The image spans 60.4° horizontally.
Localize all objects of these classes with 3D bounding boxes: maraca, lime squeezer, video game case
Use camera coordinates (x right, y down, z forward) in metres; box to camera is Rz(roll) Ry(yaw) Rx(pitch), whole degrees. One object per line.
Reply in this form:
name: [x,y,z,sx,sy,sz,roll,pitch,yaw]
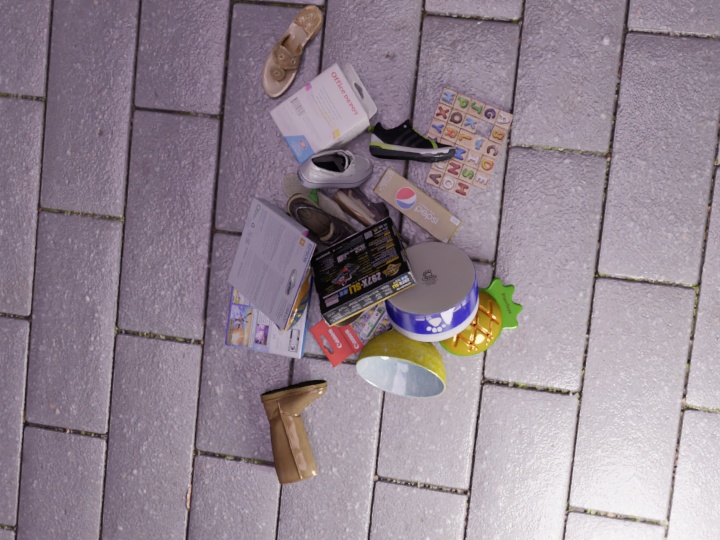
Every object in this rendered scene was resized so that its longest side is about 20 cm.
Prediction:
maraca: [0.249,0.099,1.311,0.195,0.107,0.141,-26,97,-2]
lime squeezer: [-0.135,-0.147,1.313,0.199,0.038,0.071,-40,94,4]
video game case: [-0.203,0.079,1.388,0.175,0.045,0.208,9,94,4]

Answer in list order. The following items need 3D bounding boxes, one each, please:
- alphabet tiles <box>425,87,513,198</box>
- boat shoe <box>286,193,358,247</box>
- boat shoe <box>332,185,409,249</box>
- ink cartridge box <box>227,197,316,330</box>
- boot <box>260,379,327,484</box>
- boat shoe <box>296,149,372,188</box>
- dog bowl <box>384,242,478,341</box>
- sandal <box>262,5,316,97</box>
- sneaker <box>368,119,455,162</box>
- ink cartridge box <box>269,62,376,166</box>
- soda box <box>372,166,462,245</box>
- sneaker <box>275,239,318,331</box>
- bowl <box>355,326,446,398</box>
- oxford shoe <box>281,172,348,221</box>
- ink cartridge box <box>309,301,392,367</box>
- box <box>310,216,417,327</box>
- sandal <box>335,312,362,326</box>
alphabet tiles: [0.221,-0.271,1.345,0.163,0.008,0.206,21,94,5]
boat shoe: [-0.071,-0.083,1.295,0.197,0.065,0.074,30,108,-25]
boat shoe: [0.032,-0.121,1.340,0.198,0.072,0.066,37,85,6]
ink cartridge box: [-0.178,-0.015,1.277,0.198,0.043,0.201,35,113,29]
boot: [-0.130,0.359,1.387,0.170,0.066,0.207,-15,90,19]
boat shoe: [-0.040,-0.215,1.289,0.065,0.197,0.075,-42,75,46]
dog bowl: [0.142,0.040,1.261,0.193,0.204,0.080,-9,134,7]
sandal: [-0.157,-0.482,1.336,0.077,0.070,0.215,34,96,4]
sneaker: [0.108,-0.281,1.320,0.193,0.072,0.086,6,91,10]
ink cartridge box: [-0.070,-0.327,1.314,0.197,0.125,0.131,-32,89,6]
soda box: [0.123,-0.138,1.331,0.198,0.068,0.065,37,96,3]
sneaker: [-0.155,0.025,1.333,0.086,0.075,0.207,18,93,21]
bowl: [0.094,0.178,1.311,0.193,0.202,0.110,14,61,5]
oxford shoe: [-0.093,-0.136,1.361,0.200,0.058,0.075,44,92,-3]
ink cartridge box: [-0.012,0.117,1.366,0.198,0.050,0.110,-37,88,5]
box: [0.000,0.000,1.240,0.195,0.050,0.163,-26,48,9]
sandal: [-0.012,0.026,1.325,0.077,0.069,0.215,39,73,-25]
